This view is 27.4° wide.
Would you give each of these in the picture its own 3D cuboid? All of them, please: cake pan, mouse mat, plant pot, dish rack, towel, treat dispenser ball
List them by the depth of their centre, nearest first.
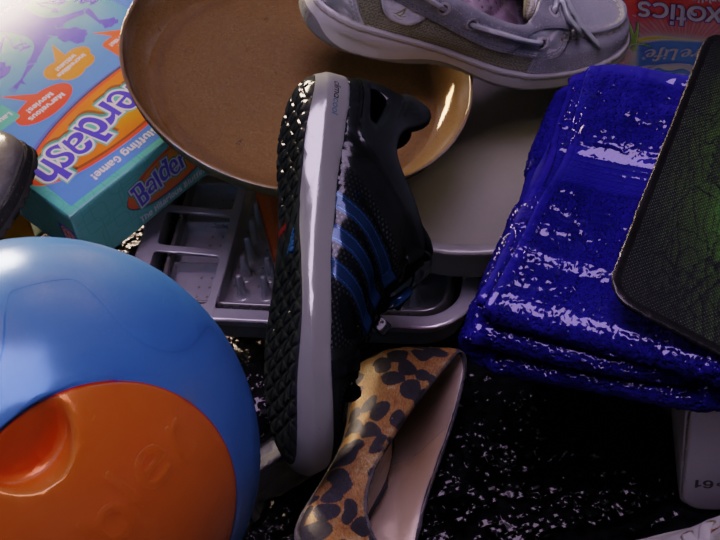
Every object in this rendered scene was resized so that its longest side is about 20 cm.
[{"bbox_3d":[-0.146,0.085,0.680,0.200,0.201,0.202,-4,46,4],"label":"treat dispenser ball"},{"bbox_3d":[0.216,-0.022,0.713,0.160,0.008,0.200,27,52,2],"label":"mouse mat"},{"bbox_3d":[0.143,-0.026,0.740,0.147,0.050,0.200,8,49,21],"label":"towel"},{"bbox_3d":[-0.036,-0.110,0.833,0.199,0.028,0.201,7,50,-8],"label":"plant pot"},{"bbox_3d":[0.066,-0.070,0.855,0.199,0.037,0.201,-3,46,4],"label":"cake pan"},{"bbox_3d":[-0.025,-0.021,0.873,0.199,0.044,0.172,2,46,9],"label":"dish rack"}]

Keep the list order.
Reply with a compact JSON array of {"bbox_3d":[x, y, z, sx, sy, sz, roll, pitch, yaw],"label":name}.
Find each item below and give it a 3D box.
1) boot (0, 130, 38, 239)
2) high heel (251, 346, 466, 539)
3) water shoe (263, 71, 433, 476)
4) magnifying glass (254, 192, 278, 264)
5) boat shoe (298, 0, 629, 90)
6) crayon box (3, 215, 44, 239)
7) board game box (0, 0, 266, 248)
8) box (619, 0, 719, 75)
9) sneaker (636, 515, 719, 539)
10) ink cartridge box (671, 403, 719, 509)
[{"bbox_3d":[-0.259,-0.029,0.743,0.068,0.131,0.200,-14,37,50],"label":"boot"},{"bbox_3d":[0.033,0.113,0.716,0.142,0.072,0.200,-33,42,-14],"label":"high heel"},{"bbox_3d":[0.000,0.000,0.722,0.078,0.071,0.201,7,77,-17],"label":"water shoe"},{"bbox_3d":[-0.058,-0.076,0.886,0.079,0.022,0.201,-13,47,-5],"label":"magnifying glass"},{"bbox_3d":[0.068,-0.153,0.832,0.201,0.065,0.075,6,49,-19],"label":"boat shoe"},{"bbox_3d":[-0.288,-0.008,0.891,0.126,0.051,0.200,18,51,23],"label":"crayon box"},{"bbox_3d":[-0.172,-0.103,0.894,0.200,0.045,0.152,31,61,33],"label":"board game box"},{"bbox_3d":[0.212,-0.169,0.944,0.199,0.103,0.095,8,49,13],"label":"box"},{"bbox_3d":[0.154,0.137,0.674,0.199,0.085,0.073,-11,48,-1],"label":"sneaker"},{"bbox_3d":[0.234,0.021,0.771,0.144,0.085,0.201,-1,48,8],"label":"ink cartridge box"}]
